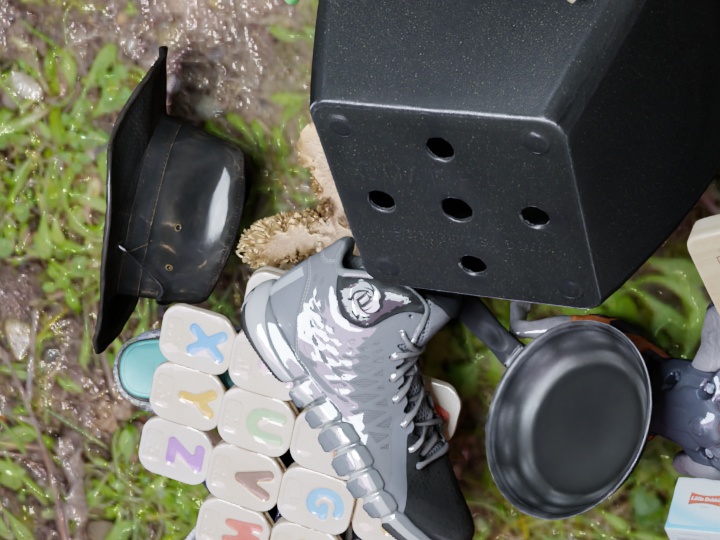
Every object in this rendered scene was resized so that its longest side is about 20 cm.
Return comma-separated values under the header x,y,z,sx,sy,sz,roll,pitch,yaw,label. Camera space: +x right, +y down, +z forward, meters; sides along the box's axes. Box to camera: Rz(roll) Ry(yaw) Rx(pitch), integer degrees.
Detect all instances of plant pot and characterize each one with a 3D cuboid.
x,y,z,sx,sy,sz,roll,pitch,yaw,label
0.077,-0.095,0.972,0.199,0.178,0.200,8,141,25,plant pot

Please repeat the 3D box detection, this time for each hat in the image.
x,y,z,sx,sy,sz,roll,pitch,yaw,label
-0.113,-0.037,1.180,0.080,0.201,0.202,13,114,3,hat

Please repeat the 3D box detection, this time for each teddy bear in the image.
x,y,z,sx,sy,sz,roll,pitch,yaw,label
0.000,0.000,1.161,0.144,0.067,0.201,-13,96,13,teddy bear

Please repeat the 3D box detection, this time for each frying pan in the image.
x,y,z,sx,sy,sz,roll,pitch,yaw,label
0.095,0.077,1.066,0.190,0.031,0.115,19,85,49,frying pan

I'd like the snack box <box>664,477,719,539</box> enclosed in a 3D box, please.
x,y,z,sx,sy,sz,roll,pitch,yaw,label
0.255,0.190,1.037,0.116,0.037,0.200,2,141,31,snack box

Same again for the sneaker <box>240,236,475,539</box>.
x,y,z,sx,sy,sz,roll,pitch,yaw,label
0.028,0.067,1.076,0.115,0.075,0.200,-37,95,21,sneaker

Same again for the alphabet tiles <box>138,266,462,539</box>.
x,y,z,sx,sy,sz,roll,pitch,yaw,label
-0.041,0.100,1.153,0.195,0.015,0.201,17,112,9,alphabet tiles

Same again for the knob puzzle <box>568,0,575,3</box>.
x,y,z,sx,sy,sz,roll,pitch,yaw,label
0.089,-0.256,0.878,0.220,0.219,0.030,57,162,2,knob puzzle

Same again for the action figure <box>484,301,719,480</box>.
x,y,z,sx,sy,sz,roll,pitch,yaw,label
0.180,0.102,1.078,0.193,0.104,0.201,1,104,41,action figure

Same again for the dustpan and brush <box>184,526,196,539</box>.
x,y,z,sx,sy,sz,roll,pitch,yaw,label
-0.107,0.253,1.324,0.200,0.057,0.140,-33,88,35,dustpan and brush

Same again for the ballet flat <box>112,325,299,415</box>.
x,y,z,sx,sy,sz,roll,pitch,yaw,label
-0.061,0.067,1.225,0.199,0.072,0.072,1,109,1,ballet flat

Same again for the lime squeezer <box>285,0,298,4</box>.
x,y,z,sx,sy,sz,roll,pitch,yaw,label
-0.014,-0.239,1.028,0.070,0.038,0.201,15,115,26,lime squeezer

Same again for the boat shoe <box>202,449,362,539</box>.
x,y,z,sx,sy,sz,roll,pitch,yaw,label
-0.016,0.171,1.222,0.200,0.093,0.075,37,122,16,boat shoe

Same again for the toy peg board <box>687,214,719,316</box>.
x,y,z,sx,sy,sz,roll,pitch,yaw,label
0.303,0.017,0.947,0.199,0.098,0.200,-14,118,33,toy peg board
